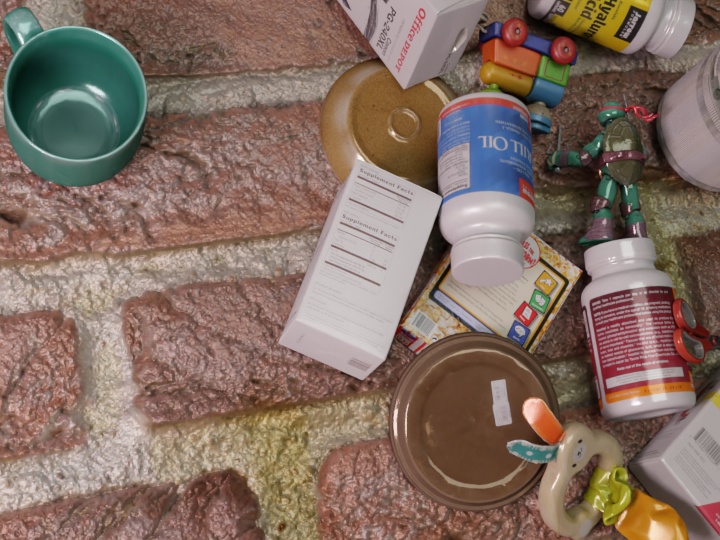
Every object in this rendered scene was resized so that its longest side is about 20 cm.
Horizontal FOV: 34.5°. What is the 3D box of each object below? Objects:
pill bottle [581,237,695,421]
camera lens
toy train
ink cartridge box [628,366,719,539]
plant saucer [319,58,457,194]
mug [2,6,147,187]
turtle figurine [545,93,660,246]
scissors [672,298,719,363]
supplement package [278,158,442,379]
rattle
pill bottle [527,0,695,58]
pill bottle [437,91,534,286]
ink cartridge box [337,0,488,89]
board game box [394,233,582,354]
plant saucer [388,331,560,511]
[{"bbox_3d":[0.323,0.070,1.371,0.111,0.113,0.204,-4,76,-17],"label":"pill bottle"},{"bbox_3d":[0.476,-0.200,1.445,0.157,0.200,0.163,4,73,-14],"label":"camera lens"},{"bbox_3d":[0.165,-0.249,1.433,0.197,0.084,0.118,16,84,-18],"label":"toy train"},{"bbox_3d":[0.440,0.218,1.377,0.199,0.083,0.146,-40,88,-22],"label":"ink cartridge box"},{"bbox_3d":[0.049,-0.172,1.405,0.197,0.035,0.204,4,73,-14],"label":"plant saucer"},{"bbox_3d":[-0.311,-0.185,1.263,0.149,0.114,0.188,-1,74,-15],"label":"mug"},{"bbox_3d":[0.307,-0.132,1.438,0.147,0.101,0.204,0,80,-16],"label":"turtle figurine"},{"bbox_3d":[0.416,0.091,1.385,0.199,0.014,0.074,28,51,-47],"label":"scissors"},{"bbox_3d":[0.000,0.000,1.298,0.108,0.114,0.203,23,70,-6],"label":"supplement package"},{"bbox_3d":[0.256,0.232,1.254,0.129,0.201,0.143,-32,41,-5],"label":"rattle"},{"bbox_3d":[0.324,-0.347,1.493,0.197,0.111,0.113,18,70,-10],"label":"pill bottle"},{"bbox_3d":[0.143,-0.090,1.320,0.110,0.112,0.203,6,66,-14],"label":"pill bottle"},{"bbox_3d":[0.046,-0.341,1.373,0.083,0.146,0.201,-27,72,-26],"label":"ink cartridge box"},{"bbox_3d":[0.151,0.037,1.367,0.151,0.046,0.201,37,68,-3],"label":"board game box"},{"bbox_3d":[0.129,0.171,1.297,0.196,0.029,0.204,0,90,-4],"label":"plant saucer"}]
